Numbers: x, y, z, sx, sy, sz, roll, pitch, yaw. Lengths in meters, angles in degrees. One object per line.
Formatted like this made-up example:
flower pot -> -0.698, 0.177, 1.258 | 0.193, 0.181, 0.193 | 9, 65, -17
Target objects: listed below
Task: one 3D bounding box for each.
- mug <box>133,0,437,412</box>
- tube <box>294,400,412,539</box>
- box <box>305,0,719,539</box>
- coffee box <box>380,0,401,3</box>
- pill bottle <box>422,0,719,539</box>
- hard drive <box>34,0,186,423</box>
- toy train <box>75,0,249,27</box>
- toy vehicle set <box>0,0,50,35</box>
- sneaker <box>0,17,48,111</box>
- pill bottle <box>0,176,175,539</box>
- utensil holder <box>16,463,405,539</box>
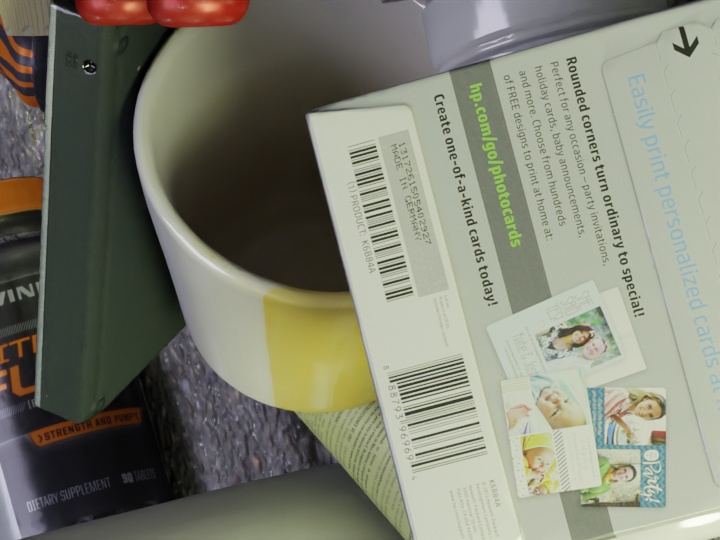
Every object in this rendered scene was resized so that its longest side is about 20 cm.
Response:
mug -> -0.010, -0.002, 0.916 | 0.153, 0.149, 0.187 | 98, 151, -61
tube -> 0.019, 0.079, 0.997 | 0.200, 0.052, 0.058 | 46, 175, 34
box -> 0.098, -0.001, 0.715 | 0.041, 0.199, 0.156 | 15, -120, -81
coffee box -> 0.037, -0.214, 0.835 | 0.114, 0.080, 0.201 | -25, 79, 58
pill bottle -> 0.087, -0.005, 0.795 | 0.113, 0.113, 0.201 | -19, 83, 58
hard drive -> -0.085, -0.051, 0.951 | 0.033, 0.140, 0.201 | 21, 129, 17
toy train -> -0.050, -0.132, 0.829 | 0.200, 0.115, 0.085 | 13, 105, 63
toy vehicle set -> -0.116, -0.203, 0.966 | 0.026, 0.200, 0.125 | 2, 126, 17
sneaker -> -0.208, -0.130, 1.172 | 0.200, 0.112, 0.078 | -125, 37, -64
pill bottle -> -0.177, 0.052, 1.238 | 0.106, 0.106, 0.201 | -33, 72, 56
utensil holder -> -0.075, 0.185, 1.028 | 0.170, 0.199, 0.171 | 22, 117, 51
